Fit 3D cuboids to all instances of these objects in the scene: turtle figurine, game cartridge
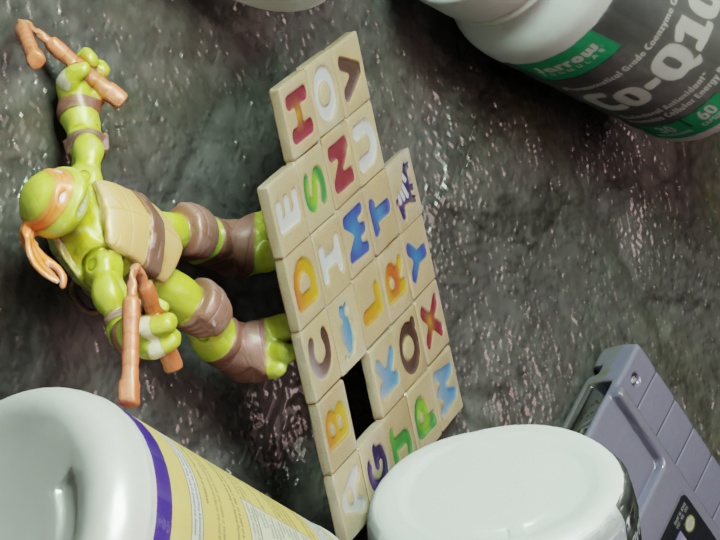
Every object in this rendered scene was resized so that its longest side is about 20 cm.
[{"bbox_3d":[-0.093,-0.002,1.238,0.161,0.064,0.201,29,31,-48],"label":"turtle figurine"},{"bbox_3d":[0.128,0.152,1.490,0.130,0.038,0.200,51,49,-24],"label":"game cartridge"}]

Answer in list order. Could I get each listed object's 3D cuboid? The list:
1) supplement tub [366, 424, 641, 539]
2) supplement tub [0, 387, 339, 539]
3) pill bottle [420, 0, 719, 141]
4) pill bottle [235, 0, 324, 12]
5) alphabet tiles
[{"bbox_3d":[0.074,0.182,1.333,0.122,0.122,0.201,-39,129,-44],"label":"supplement tub"},{"bbox_3d":[-0.080,0.148,1.173,0.200,0.145,0.146,34,59,-39],"label":"supplement tub"},{"bbox_3d":[0.114,-0.145,1.468,0.199,0.113,0.114,21,68,-43],"label":"pill bottle"},{"bbox_3d":[-0.016,-0.220,1.337,0.111,0.111,0.201,45,53,-33],"label":"pill bottle"},{"bbox_3d":[0.000,0.000,1.337,0.167,0.007,0.201,-43,125,-62],"label":"alphabet tiles"}]
